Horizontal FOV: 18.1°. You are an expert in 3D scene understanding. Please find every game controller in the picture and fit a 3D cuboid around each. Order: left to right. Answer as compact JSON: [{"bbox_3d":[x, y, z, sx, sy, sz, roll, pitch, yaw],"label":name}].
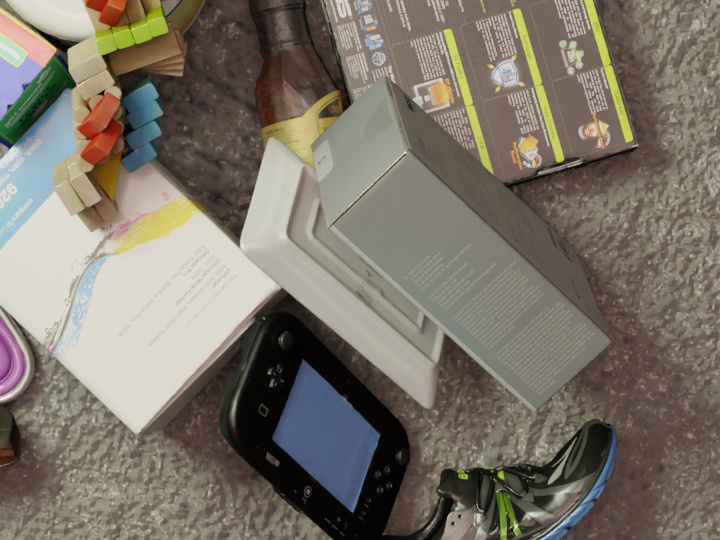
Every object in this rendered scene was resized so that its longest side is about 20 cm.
[{"bbox_3d":[-0.029,0.114,1.553,0.042,0.200,0.104,-7,54,32],"label":"game controller"}]

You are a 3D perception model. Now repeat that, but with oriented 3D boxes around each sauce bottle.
[{"bbox_3d":[-0.040,-0.102,1.619,0.066,0.066,0.200,-12,90,0],"label":"sauce bottle"}]

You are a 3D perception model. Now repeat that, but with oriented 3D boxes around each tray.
[{"bbox_3d":[0.000,0.000,1.560,0.200,0.022,0.108,41,44,-30],"label":"tray"}]

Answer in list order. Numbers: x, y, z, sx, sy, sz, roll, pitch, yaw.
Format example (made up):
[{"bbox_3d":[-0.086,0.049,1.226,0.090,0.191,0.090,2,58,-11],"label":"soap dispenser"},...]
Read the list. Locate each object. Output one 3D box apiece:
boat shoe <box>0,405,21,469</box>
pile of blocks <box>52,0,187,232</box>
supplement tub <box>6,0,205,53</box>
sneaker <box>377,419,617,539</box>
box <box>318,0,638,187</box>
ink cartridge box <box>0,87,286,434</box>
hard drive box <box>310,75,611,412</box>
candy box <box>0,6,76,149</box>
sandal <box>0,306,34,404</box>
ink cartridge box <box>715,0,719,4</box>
[{"bbox_3d":[-0.341,0.140,1.617,0.200,0.076,0.074,-6,121,3],"label":"boat shoe"},{"bbox_3d":[-0.152,-0.114,1.442,0.082,0.062,0.200,3,112,-10],"label":"pile of blocks"},{"bbox_3d":[-0.176,-0.219,1.556,0.144,0.200,0.145,0,89,0],"label":"supplement tub"},{"bbox_3d":[0.098,0.167,1.606,0.199,0.071,0.083,-34,94,2],"label":"sneaker"},{"bbox_3d":[0.081,-0.155,1.630,0.193,0.048,0.200,-17,88,-2],"label":"box"},{"bbox_3d":[-0.169,-0.003,1.576,0.200,0.147,0.145,43,89,2],"label":"ink cartridge box"},{"bbox_3d":[0.067,-0.021,1.535,0.077,0.156,0.200,-43,110,13],"label":"hard drive box"},{"bbox_3d":[-0.284,-0.159,1.555,0.169,0.200,0.077,37,89,1],"label":"candy box"},{"bbox_3d":[-0.312,0.012,1.624,0.203,0.050,0.082,42,89,0],"label":"sandal"},{"bbox_3d":[0.251,-0.257,1.581,0.200,0.146,0.084,38,88,1],"label":"ink cartridge box"}]
